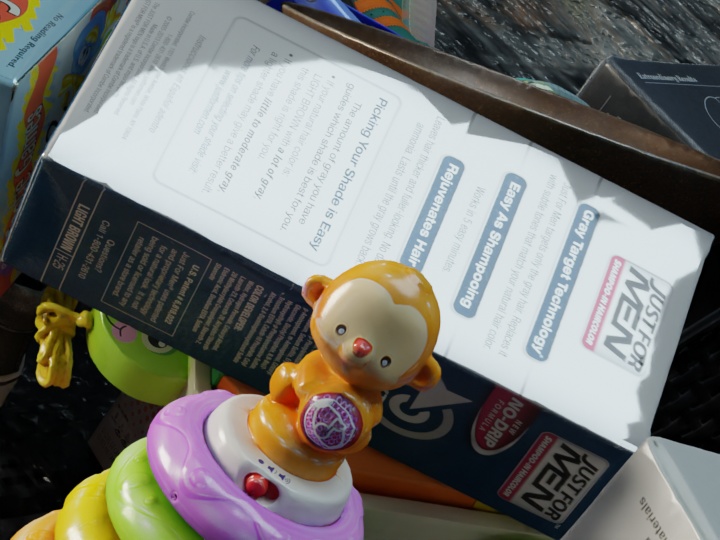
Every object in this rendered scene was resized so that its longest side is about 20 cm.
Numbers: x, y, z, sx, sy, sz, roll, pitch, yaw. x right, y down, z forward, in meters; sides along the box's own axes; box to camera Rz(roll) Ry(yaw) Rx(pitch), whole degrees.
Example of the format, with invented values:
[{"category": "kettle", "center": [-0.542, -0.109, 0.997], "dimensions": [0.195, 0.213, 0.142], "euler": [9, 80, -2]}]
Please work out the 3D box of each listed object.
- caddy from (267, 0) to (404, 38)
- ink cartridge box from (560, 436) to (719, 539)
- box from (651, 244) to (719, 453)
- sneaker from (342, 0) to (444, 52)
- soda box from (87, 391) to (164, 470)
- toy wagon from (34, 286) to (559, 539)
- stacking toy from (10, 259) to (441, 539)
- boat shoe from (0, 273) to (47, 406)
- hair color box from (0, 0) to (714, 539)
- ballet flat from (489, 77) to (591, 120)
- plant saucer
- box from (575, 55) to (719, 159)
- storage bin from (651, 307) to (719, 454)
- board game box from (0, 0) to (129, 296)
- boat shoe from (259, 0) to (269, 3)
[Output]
[{"category": "caddy", "center": [-0.052, -0.087, 1.122], "dimensions": [0.200, 0.105, 0.141], "euler": [32, 24, 19]}, {"category": "ink cartridge box", "center": [0.090, 0.157, 0.786], "dimensions": [0.144, 0.200, 0.084], "euler": [16, 33, -37]}, {"category": "box", "center": [0.195, 0.074, 1.078], "dimensions": [0.196, 0.200, 0.117], "euler": [31, 24, -9]}, {"category": "sneaker", "center": [-0.007, -0.105, 1.307], "dimensions": [0.080, 0.071, 0.200], "euler": [25, 21, -13]}, {"category": "soda box", "center": [-0.015, 0.104, 0.903], "dimensions": [0.063, 0.068, 0.200], "euler": [11, 33, -43]}, {"category": "toy wagon", "center": [-0.006, 0.031, 0.870], "dimensions": [0.200, 0.040, 0.155], "euler": [11, 50, -17]}, {"category": "stacking toy", "center": [-0.038, 0.077, 0.758], "dimensions": [0.116, 0.200, 0.110], "euler": [38, 24, 3]}, {"category": "boat shoe", "center": [-0.146, -0.031, 0.981], "dimensions": [0.071, 0.064, 0.200], "euler": [20, 28, -33]}, {"category": "hair color box", "center": [0.001, -0.007, 0.835], "dimensions": [0.200, 0.061, 0.100], "euler": [27, 50, -3]}, {"category": "ballet flat", "center": [0.098, 0.002, 1.149], "dimensions": [0.200, 0.074, 0.074], "euler": [60, 1, -45]}, {"category": "plant saucer", "center": [0.059, -0.050, 0.993], "dimensions": [0.200, 0.035, 0.200], "euler": [19, 7, -2]}, {"category": "box", "center": [0.191, -0.002, 1.328], "dimensions": [0.200, 0.107, 0.148], "euler": [48, 27, 24]}, {"category": "storage bin", "center": [0.130, 0.087, 0.943], "dimensions": [0.094, 0.200, 0.135], "euler": [51, 21, -13]}, {"category": "board game box", "center": [-0.185, -0.085, 0.891], "dimensions": [0.200, 0.105, 0.103], "euler": [24, 40, 9]}, {"category": "boat shoe", "center": [-0.065, -0.115, 1.014], "dimensions": [0.072, 0.200, 0.072], "euler": [57, 30, -12]}]
